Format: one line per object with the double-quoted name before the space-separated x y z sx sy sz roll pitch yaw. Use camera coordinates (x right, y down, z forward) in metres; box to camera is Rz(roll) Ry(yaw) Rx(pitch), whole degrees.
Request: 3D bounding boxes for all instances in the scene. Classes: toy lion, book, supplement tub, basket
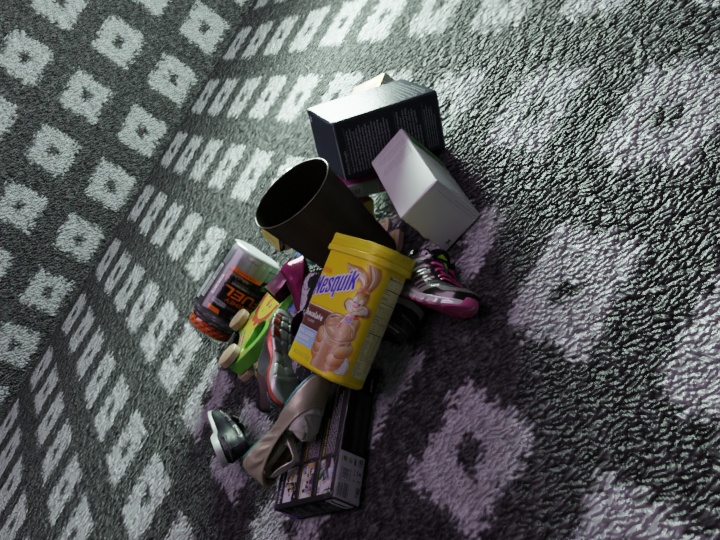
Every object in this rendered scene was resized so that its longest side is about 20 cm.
"toy lion" -0.178 0.092 1.360 0.192 0.069 0.200 -43 21 21
"book" -0.029 -0.172 1.298 0.199 0.048 0.134 -14 33 -10
"supplement tub" -0.273 0.044 1.507 0.200 0.122 0.122 -57 30 3
"basket" -0.046 -0.068 1.160 0.180 0.200 0.136 -9 50 50

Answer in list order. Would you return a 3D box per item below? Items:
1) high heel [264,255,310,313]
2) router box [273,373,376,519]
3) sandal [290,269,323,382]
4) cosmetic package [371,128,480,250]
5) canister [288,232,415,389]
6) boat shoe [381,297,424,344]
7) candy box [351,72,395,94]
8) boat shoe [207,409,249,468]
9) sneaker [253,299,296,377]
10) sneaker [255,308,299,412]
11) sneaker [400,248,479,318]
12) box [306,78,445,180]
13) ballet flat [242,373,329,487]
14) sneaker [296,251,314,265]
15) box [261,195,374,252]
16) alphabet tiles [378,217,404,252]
"high heel" -0.079 0.049 1.242 0.096 0.068 0.200 -44 61 -13
"router box" -0.052 0.259 1.056 0.149 0.051 0.201 -28 41 43
"sandal" -0.087 0.089 1.145 0.075 0.048 0.201 -17 57 30
"cosmetic package" 0.100 -0.134 1.138 0.085 0.107 0.200 -47 33 16
"canister" -0.017 0.058 1.032 0.148 0.086 0.201 17 84 54
"boat shoe" 0.011 0.082 1.105 0.200 0.072 0.068 -4 55 52
"candy box" 0.004 -0.311 1.493 0.116 0.056 0.201 -8 55 54
"boat shoe" -0.241 0.301 1.290 0.060 0.076 0.200 -21 17 -12
"sneaker" -0.113 0.125 1.277 0.078 0.066 0.201 16 62 23
"sneaker" -0.149 0.150 1.184 0.082 0.077 0.201 -34 33 27
"sneaker" 0.110 0.011 1.022 0.200 0.074 0.088 19 85 64
"box" 0.027 -0.257 1.264 0.199 0.108 0.148 -20 28 -13
"ballet flat" -0.099 0.242 1.036 0.200 0.069 0.070 -53 30 17
"sneaker" -0.075 -0.035 1.337 0.200 0.075 0.105 -98 31 -57
"box" -0.076 -0.095 1.274 0.075 0.199 0.050 40 140 47
"alphabet tiles" 0.000 0.000 1.254 0.200 0.015 0.196 -27 42 43
